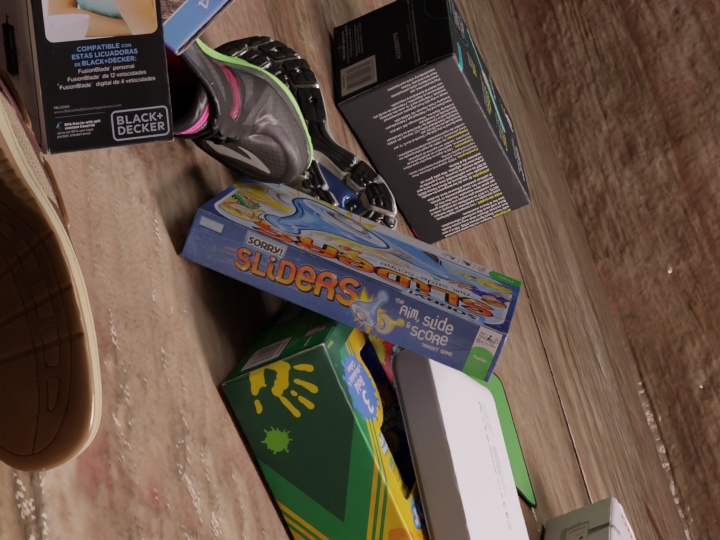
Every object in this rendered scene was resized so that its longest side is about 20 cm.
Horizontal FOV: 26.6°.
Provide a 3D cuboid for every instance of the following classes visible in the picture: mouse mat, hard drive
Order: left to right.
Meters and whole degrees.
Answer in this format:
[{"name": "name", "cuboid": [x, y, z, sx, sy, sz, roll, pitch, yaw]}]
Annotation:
[{"name": "hard drive", "cuboid": [0.070, 0.130, 1.008, 0.200, 0.027, 0.132, 37, 39, -70]}, {"name": "mouse mat", "cuboid": [0.130, 0.143, 1.546, 0.200, 0.008, 0.161, 49, 23, -55]}]

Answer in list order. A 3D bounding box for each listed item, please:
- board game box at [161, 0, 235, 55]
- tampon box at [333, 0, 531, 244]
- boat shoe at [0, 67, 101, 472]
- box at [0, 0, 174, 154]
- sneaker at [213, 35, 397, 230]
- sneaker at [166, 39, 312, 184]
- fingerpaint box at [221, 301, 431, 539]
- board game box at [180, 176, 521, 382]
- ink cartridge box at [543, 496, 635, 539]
[{"name": "board game box", "cuboid": [-0.140, -0.246, 0.836, 0.200, 0.097, 0.160, 38, 27, -25]}, {"name": "tampon box", "cuboid": [0.072, -0.158, 1.545, 0.150, 0.126, 0.200, -94, 157, -51]}, {"name": "boat shoe", "cuboid": [-0.147, -0.013, 0.638, 0.200, 0.072, 0.072, 64, 14, 14]}, {"name": "box", "cuboid": [-0.135, -0.160, 0.691, 0.117, 0.060, 0.200, -150, -125, -65]}, {"name": "sneaker", "cuboid": [-0.053, -0.080, 1.097, 0.200, 0.078, 0.089, 58, -25, 15]}, {"name": "sneaker", "cuboid": [-0.105, -0.104, 0.934, 0.200, 0.077, 0.084, 38, 36, -40]}, {"name": "fingerpaint box", "cuboid": [-0.001, 0.103, 0.984, 0.200, 0.073, 0.167, -55, 122, -73]}, {"name": "board game box", "cuboid": [0.000, 0.000, 0.962, 0.200, 0.035, 0.135, 22, 16, 3]}, {"name": "ink cartridge box", "cuboid": [0.242, 0.334, 1.511, 0.147, 0.083, 0.200, 66, 15, -7]}]
